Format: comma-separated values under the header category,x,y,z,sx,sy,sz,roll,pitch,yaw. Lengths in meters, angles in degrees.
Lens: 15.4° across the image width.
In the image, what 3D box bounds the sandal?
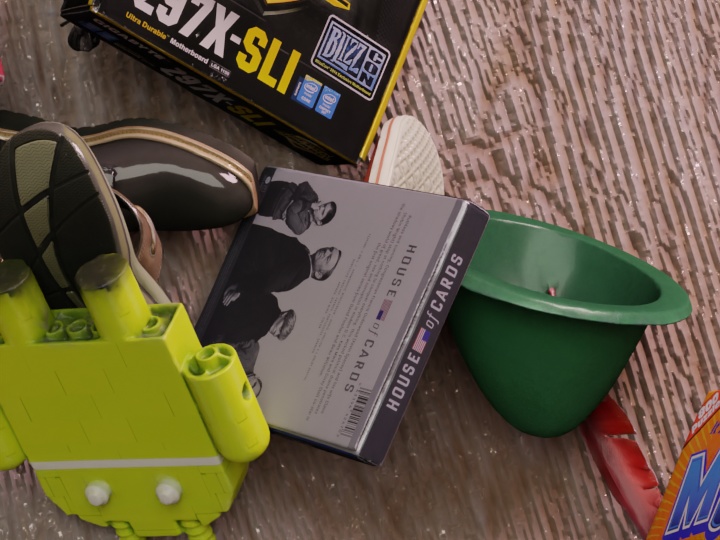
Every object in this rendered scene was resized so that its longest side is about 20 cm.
category,x,y,z,sx,sy,sz,roll,pitch,yaw
sandal,-0.142,-0.004,1.472,0.080,0.201,0.057,-6,41,26

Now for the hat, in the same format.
category,x,y,z,sx,sy,sz,roll,pitch,yaw
hat,0.093,0.079,1.513,0.200,0.165,0.176,32,115,47

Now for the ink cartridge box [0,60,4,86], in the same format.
category,x,y,z,sx,sy,sz,roll,pitch,yaw
ink cartridge box,-0.322,-0.173,1.535,0.145,0.145,0.200,-30,68,37

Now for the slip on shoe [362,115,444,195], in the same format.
category,x,y,z,sx,sy,sz,roll,pitch,yaw
slip on shoe,0.000,0.000,1.546,0.061,0.074,0.200,3,67,33

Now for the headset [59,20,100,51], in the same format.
category,x,y,z,sx,sy,sz,roll,pitch,yaw
headset,-0.112,-0.209,1.592,0.123,0.094,0.200,31,67,10

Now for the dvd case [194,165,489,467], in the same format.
category,x,y,z,sx,sy,sz,roll,pitch,yaw
dvd case,-0.022,0.021,1.484,0.025,0.200,0.151,29,80,-35

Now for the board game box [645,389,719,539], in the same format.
category,x,y,z,sx,sy,sz,roll,pitch,yaw
board game box,0.267,0.186,1.386,0.200,0.200,0.200,27,77,-12

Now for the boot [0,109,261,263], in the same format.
category,x,y,z,sx,sy,sz,roll,pitch,yaw
boot,-0.167,-0.018,1.525,0.199,0.078,0.138,3,44,15

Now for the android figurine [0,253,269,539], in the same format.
category,x,y,z,sx,sy,sz,roll,pitch,yaw
android figurine,-0.137,0.079,1.475,0.182,0.200,0.041,-2,37,23

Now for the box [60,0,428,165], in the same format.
category,x,y,z,sx,sy,sz,roll,pitch,yaw
box,-0.057,-0.174,1.549,0.200,0.049,0.160,30,76,-29
